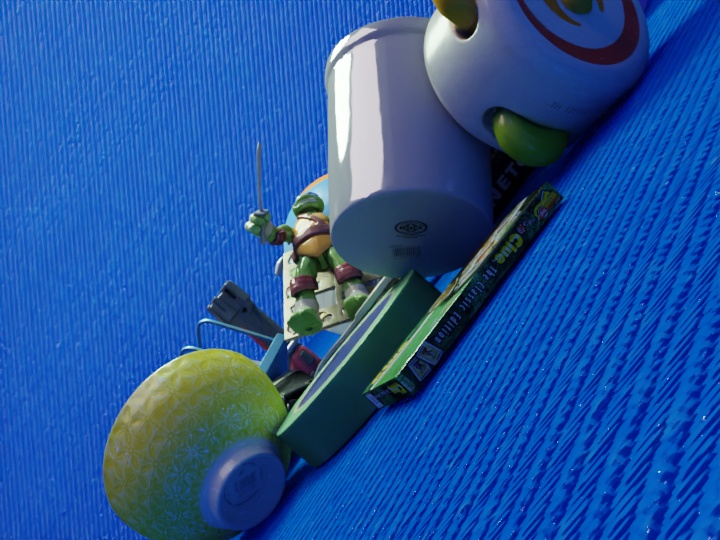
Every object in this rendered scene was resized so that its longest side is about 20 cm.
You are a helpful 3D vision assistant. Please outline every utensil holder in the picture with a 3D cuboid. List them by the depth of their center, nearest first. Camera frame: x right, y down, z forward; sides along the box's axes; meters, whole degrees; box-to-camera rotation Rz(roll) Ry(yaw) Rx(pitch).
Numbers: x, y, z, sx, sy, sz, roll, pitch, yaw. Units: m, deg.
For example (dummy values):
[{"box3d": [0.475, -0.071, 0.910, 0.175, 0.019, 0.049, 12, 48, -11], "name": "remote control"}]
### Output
[{"box3d": [0.048, -0.118, 1.040, 0.170, 0.168, 0.202, 132, 145, -50], "name": "utensil holder"}]

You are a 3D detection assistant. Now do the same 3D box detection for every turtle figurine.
[{"box3d": [-0.051, -0.042, 1.197, 0.200, 0.143, 0.195, -56, 39, 45], "name": "turtle figurine"}]

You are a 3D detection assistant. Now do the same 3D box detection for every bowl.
[{"box3d": [-0.133, 0.188, 1.011, 0.107, 0.201, 0.201, 25, 70, 43], "name": "bowl"}]

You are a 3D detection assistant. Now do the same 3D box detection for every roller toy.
[{"box3d": [0.161, -0.213, 0.963, 0.182, 0.201, 0.140, -33, -8, -37], "name": "roller toy"}]

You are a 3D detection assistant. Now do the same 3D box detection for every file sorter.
[{"box3d": [-0.176, 0.178, 1.251, 0.201, 0.121, 0.140, -64, -18, -44], "name": "file sorter"}]

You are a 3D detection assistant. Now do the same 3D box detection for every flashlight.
[{"box3d": [-0.127, 0.102, 1.477, 0.068, 0.200, 0.068, -50, 1, -3], "name": "flashlight"}]

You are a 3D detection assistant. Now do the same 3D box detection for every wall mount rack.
[{"box3d": [-0.059, 0.076, 1.355, 0.199, 0.074, 0.176, 13, 101, 48], "name": "wall mount rack"}]

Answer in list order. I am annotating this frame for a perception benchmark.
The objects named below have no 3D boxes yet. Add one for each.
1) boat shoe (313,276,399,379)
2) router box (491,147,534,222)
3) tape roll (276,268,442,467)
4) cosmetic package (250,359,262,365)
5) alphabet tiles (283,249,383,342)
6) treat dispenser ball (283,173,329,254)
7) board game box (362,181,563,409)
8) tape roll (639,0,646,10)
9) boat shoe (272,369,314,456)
[{"box3d": [0.006, 0.081, 1.146, 0.067, 0.057, 0.200, -48, -6, -43], "name": "boat shoe"}, {"box3d": [0.135, -0.146, 1.148, 0.201, 0.051, 0.149, -54, 37, 1], "name": "router box"}, {"box3d": [0.002, 0.090, 0.983, 0.201, 0.048, 0.200, -50, 2, 3], "name": "tape roll"}, {"box3d": [-0.164, 0.189, 1.483, 0.108, 0.085, 0.200, -49, -21, 5], "name": "cosmetic package"}, {"box3d": [0.000, 0.000, 1.266, 0.198, 0.008, 0.168, -18, 37, 9], "name": "alphabet tiles"}, {"box3d": [-0.008, -0.041, 1.480, 0.201, 0.200, 0.201, -50, 2, 2], "name": "treat dispenser ball"}, {"box3d": [0.080, 0.021, 0.832, 0.200, 0.023, 0.105, -50, 4, -18], "name": "board game box"}, {"box3d": [0.279, -0.385, 1.387, 0.066, 0.200, 0.200, -47, 3, 40], "name": "tape roll"}, {"box3d": [-0.092, 0.170, 1.183, 0.200, 0.062, 0.075, -39, -47, -60], "name": "boat shoe"}]
